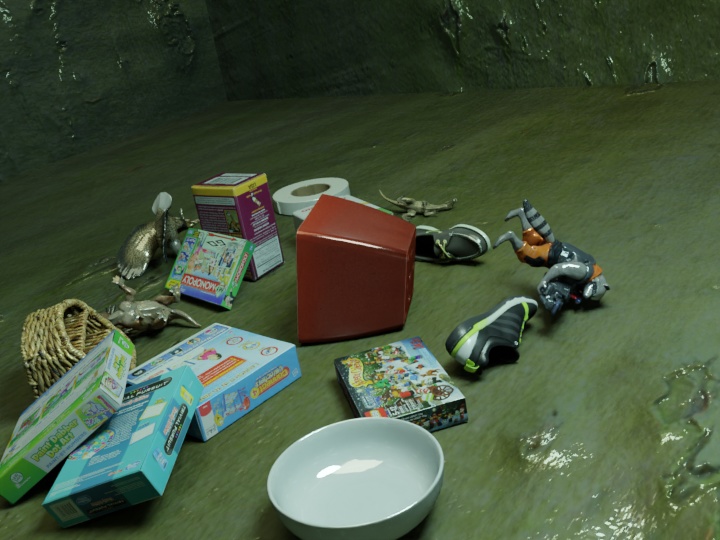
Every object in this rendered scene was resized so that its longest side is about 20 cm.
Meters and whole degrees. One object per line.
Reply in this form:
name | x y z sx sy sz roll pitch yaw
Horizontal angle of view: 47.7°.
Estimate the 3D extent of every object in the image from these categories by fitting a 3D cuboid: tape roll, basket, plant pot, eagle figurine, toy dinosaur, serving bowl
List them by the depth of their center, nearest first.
serving bowl | -0.002 0.246 0.914 0.199 0.066 0.200 -8 22 3
basket | -0.452 0.123 1.318 0.148 0.144 0.200 -15 22 -9
plant pot | 0.000 0.000 1.378 0.175 0.201 0.200 5 24 8
toy dinosaur | -0.397 0.084 1.489 0.199 0.136 0.086 5 57 -21
eagle figurine | -0.451 -0.076 1.842 0.150 0.153 0.200 20 26 17
toy dinosaur | 0.119 -0.146 1.874 0.199 0.059 0.101 8 12 22
tape roll | -0.126 -0.191 2.095 0.201 0.037 0.203 -9 22 4

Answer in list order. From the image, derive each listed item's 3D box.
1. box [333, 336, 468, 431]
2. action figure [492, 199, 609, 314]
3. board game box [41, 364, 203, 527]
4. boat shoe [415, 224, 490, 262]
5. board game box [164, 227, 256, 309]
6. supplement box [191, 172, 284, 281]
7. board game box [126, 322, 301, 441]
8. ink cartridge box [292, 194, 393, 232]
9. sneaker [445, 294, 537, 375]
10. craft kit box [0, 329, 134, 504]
box | 0.050 0.164 1.132 0.136 0.038 0.200 -14 22 -10
action figure | 0.306 -0.012 1.279 0.193 0.105 0.200 35 21 1
board game box | -0.298 0.221 1.047 0.150 0.047 0.200 -21 26 18
boat shoe | 0.159 -0.046 1.568 0.060 0.072 0.201 -32 23 -35
board game box | -0.299 -0.007 1.608 0.199 0.135 0.029 12 -13 44
supplement box | -0.251 -0.093 1.684 0.130 0.201 0.103 6 26 36
board game box | -0.228 0.161 1.239 0.195 0.056 0.200 11 30 41
ink cartridge box | -0.036 -0.087 1.730 0.144 0.084 0.200 -20 24 -24
sneaker | 0.208 0.104 1.206 0.199 0.072 0.083 -23 58 -38
craft kit box | -0.406 0.194 1.128 0.200 0.049 0.198 -41 18 5
